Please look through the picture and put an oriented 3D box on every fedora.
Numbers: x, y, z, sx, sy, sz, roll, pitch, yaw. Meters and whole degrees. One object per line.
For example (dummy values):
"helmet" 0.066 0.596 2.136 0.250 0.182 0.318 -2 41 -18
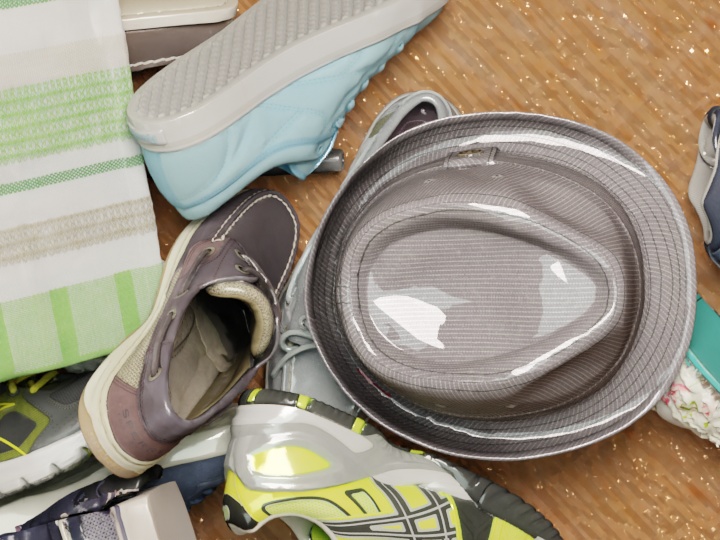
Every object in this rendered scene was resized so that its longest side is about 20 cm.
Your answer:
"fedora" 0.067 0.009 1.166 0.199 0.090 0.178 5 93 6

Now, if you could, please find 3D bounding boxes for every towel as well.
"towel" -0.172 -0.048 1.176 0.149 0.031 0.201 -13 98 -38

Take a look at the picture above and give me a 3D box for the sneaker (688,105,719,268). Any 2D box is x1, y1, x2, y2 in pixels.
"sneaker" 0.260 -0.068 1.226 0.146 0.077 0.203 36 92 1

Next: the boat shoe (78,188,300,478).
"boat shoe" -0.071 0.026 1.196 0.065 0.200 0.072 -16 116 37

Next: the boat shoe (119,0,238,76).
"boat shoe" -0.162 -0.113 1.259 0.199 0.072 0.060 -7 109 -3

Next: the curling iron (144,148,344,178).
"curling iron" -0.108 -0.051 1.270 0.199 0.026 0.050 -3 48 -1

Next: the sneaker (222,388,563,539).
"sneaker" 0.014 0.128 1.218 0.199 0.075 0.077 24 77 -18

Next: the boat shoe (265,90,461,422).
"boat shoe" 0.002 0.000 1.247 0.074 0.065 0.203 24 91 4

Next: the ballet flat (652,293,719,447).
"ballet flat" 0.149 0.030 1.245 0.200 0.076 0.064 51 123 7

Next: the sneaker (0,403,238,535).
"sneaker" -0.123 0.138 1.253 0.199 0.075 0.085 -23 95 10

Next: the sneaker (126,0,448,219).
"sneaker" -0.032 -0.096 1.242 0.200 0.074 0.082 -31 127 -21

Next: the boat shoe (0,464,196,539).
"boat shoe" -0.116 0.202 1.195 0.092 0.075 0.201 -17 89 14

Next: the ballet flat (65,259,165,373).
"ballet flat" -0.157 0.025 1.257 0.199 0.072 0.072 5 89 3

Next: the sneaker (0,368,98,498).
"sneaker" -0.201 0.078 1.239 0.199 0.074 0.085 -22 92 13
